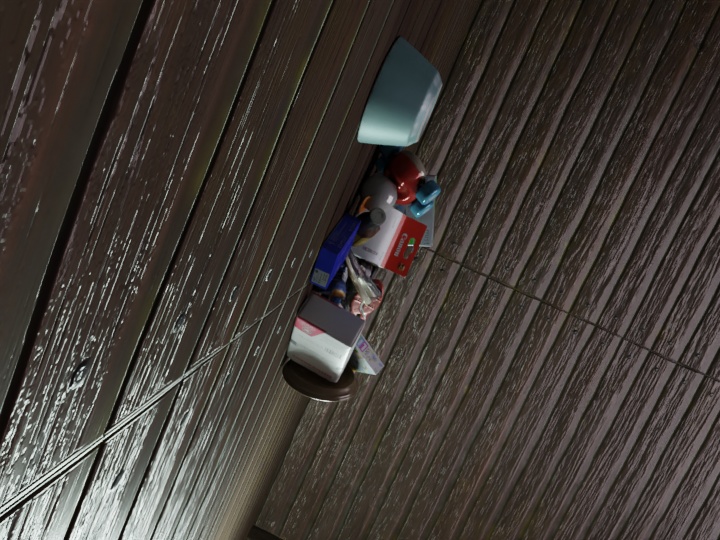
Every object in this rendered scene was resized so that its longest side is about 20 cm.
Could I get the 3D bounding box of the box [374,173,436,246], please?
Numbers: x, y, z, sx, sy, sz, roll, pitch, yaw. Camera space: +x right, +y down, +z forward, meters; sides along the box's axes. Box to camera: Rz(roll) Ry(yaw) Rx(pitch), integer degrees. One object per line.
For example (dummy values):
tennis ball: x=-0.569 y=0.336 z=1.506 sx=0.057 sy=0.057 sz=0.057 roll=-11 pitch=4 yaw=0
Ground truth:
box: x=0.126 y=-0.175 z=1.809 sx=0.097 sy=0.175 sz=0.202 roll=-49 pitch=142 yaw=-78

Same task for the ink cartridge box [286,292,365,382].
ink cartridge box: x=-0.086 y=0.162 z=1.496 sx=0.083 sy=0.146 sz=0.201 roll=-58 pitch=174 yaw=-35

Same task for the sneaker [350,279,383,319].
sneaker: x=0.011 y=0.082 z=1.849 sx=0.201 sy=0.078 sz=0.116 roll=-58 pitch=-170 yaw=31

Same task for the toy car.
toy car: x=0.063 y=-0.199 z=1.590 sx=0.199 sy=0.185 sz=0.177 roll=-35 pitch=171 yaw=-13

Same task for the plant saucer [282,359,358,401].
plant saucer: x=-0.098 y=0.263 z=1.599 sx=0.200 sy=0.198 sz=0.030 roll=-58 pitch=165 yaw=-70

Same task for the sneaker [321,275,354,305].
sneaker: x=-0.077 y=0.074 z=1.697 sx=0.075 sy=0.078 sz=0.202 roll=46 pitch=63 yaw=-71

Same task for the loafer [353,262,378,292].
loafer: x=-0.024 y=0.018 z=1.774 sx=0.200 sy=0.071 sz=0.073 roll=-25 pitch=-152 yaw=55

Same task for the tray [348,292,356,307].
tray: x=-0.084 y=0.140 z=1.859 sx=0.022 sy=0.107 sz=0.201 roll=63 pitch=39 yaw=-38

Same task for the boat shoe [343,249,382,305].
boat shoe: x=0.000 y=0.000 z=1.647 sx=0.064 sy=0.201 sz=0.072 roll=-28 pitch=-150 yaw=-3

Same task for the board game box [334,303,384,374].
board game box: x=-0.038 y=0.172 z=1.598 sx=0.034 sy=0.201 sz=0.134 roll=-42 pitch=-164 yaw=-25

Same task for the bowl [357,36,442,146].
bowl: x=0.081 y=-0.310 z=1.159 sx=0.201 sy=0.104 sz=0.202 roll=24 pitch=90 yaw=-88

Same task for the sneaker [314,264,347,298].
sneaker: x=-0.068 y=0.020 z=1.566 sx=0.200 sy=0.075 sz=0.089 roll=-175 pitch=-78 yaw=-83

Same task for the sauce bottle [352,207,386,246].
sauce bottle: x=0.013 y=-0.107 z=1.542 sx=0.066 sy=0.066 sz=0.200 roll=-65 pitch=-167 yaw=-17

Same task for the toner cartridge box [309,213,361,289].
toner cartridge box: x=-0.054 y=-0.047 z=1.419 sx=0.200 sy=0.043 sz=0.096 roll=-61 pitch=175 yaw=-61

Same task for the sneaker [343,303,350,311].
sneaker: x=-0.057 y=0.141 z=1.768 sx=0.077 sy=0.078 sz=0.202 roll=46 pitch=32 yaw=-50

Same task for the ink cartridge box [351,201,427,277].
ink cartridge box: x=0.067 y=-0.093 z=1.723 sx=0.057 sy=0.199 sz=0.164 roll=-166 pitch=-80 yaw=-88
